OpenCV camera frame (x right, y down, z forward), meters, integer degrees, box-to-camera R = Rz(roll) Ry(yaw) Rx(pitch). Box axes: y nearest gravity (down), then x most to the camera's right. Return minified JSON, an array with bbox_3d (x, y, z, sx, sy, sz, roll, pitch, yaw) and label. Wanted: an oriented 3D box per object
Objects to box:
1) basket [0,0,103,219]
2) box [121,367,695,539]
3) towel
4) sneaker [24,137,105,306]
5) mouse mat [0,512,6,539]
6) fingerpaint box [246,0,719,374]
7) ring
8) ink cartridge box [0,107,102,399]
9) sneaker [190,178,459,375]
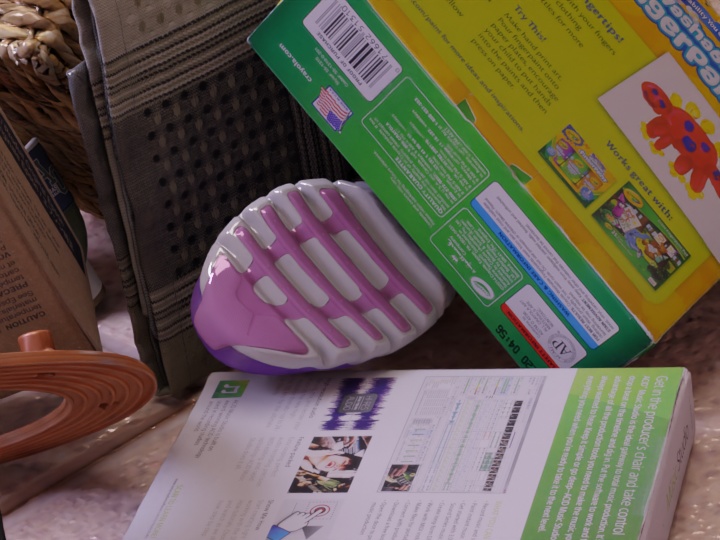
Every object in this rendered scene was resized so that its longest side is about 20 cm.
[{"bbox_3d":[-0.120,-0.123,1.254,0.142,0.200,0.150,8,72,35],"label":"basket"},{"bbox_3d":[0.018,0.087,1.032,0.199,0.037,0.145,-2,29,18],"label":"box"},{"bbox_3d":[-0.039,-0.070,1.176,0.034,0.194,0.200,17,37,41],"label":"towel"},{"bbox_3d":[-0.214,-0.027,1.261,0.199,0.090,0.067,2,31,23],"label":"sneaker"},{"bbox_3d":[-0.200,0.098,0.935,0.160,0.201,0.008,-10,-3,-1],"label":"mouse mat"},{"bbox_3d":[0.078,-0.070,1.137,0.167,0.200,0.073,-40,-1,-43],"label":"fingerpaint box"},{"bbox_3d":[-0.176,0.056,1.040,0.199,0.019,0.200,-13,-12,-3],"label":"ring"},{"bbox_3d":[-0.226,-0.004,1.095,0.199,0.165,0.075,-20,44,5],"label":"ink cartridge box"},{"bbox_3d":[0.000,0.000,1.148,0.200,0.081,0.088,-29,-8,-44],"label":"sneaker"}]
